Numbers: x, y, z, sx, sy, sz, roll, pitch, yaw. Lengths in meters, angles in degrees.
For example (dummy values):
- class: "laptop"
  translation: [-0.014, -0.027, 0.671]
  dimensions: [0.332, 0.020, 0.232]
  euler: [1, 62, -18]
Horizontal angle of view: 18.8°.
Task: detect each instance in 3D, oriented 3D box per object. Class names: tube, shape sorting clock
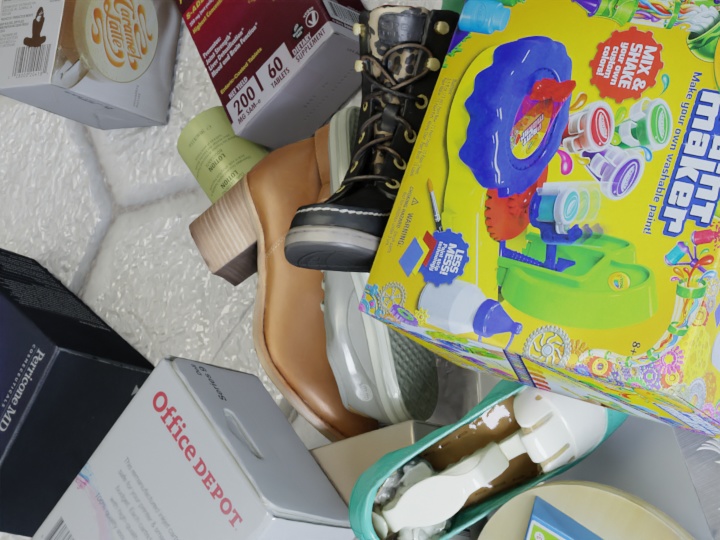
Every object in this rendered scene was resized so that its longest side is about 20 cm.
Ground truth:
- class: "tube"
  translation: [-0.056, -0.030, 1.477]
  dimensions: [0.200, 0.052, 0.058]
  euler: [54, 148, 30]
- class: "shape sorting clock"
  translation: [0.138, 0.209, 1.189]
  dimensions: [0.199, 0.039, 0.201]
  euler: [18, 119, 34]

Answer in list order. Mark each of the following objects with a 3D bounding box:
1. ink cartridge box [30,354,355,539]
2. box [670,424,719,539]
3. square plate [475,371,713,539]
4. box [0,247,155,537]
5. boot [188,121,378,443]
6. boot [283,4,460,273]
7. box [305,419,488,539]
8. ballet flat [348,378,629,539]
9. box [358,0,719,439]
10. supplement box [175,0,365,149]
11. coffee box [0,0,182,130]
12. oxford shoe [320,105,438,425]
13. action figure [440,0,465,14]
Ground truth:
- class: "ink cartridge box"
  translation: [-0.113, 0.175, 1.332]
  dimensions: [0.200, 0.087, 0.145]
  euler: [-55, 50, 20]
- class: "box"
  translation: [0.233, 0.031, 1.161]
  dimensions: [0.158, 0.048, 0.201]
  euler: [-27, 61, 19]
- class: "square plate"
  translation: [0.156, 0.123, 1.246]
  dimensions: [0.200, 0.028, 0.199]
  euler: [-20, 64, 38]
- class: "box"
  translation: [-0.261, 0.084, 1.594]
  dimensions: [0.200, 0.104, 0.148]
  euler: [35, 102, 43]
- class: "boot"
  translation: [-0.002, 0.003, 1.395]
  dimensions: [0.155, 0.077, 0.200]
  euler: [-34, 71, 10]
- class: "boot"
  translation: [0.016, -0.074, 1.227]
  dimensions: [0.073, 0.200, 0.151]
  euler: [3, 91, 25]
- class: "box"
  translation: [-0.015, 0.163, 1.359]
  dimensions: [0.200, 0.078, 0.095]
  euler: [-21, 65, 37]
- class: "ballet flat"
  translation: [0.081, 0.103, 1.220]
  dimensions: [0.200, 0.067, 0.070]
  euler: [-33, 12, 8]
- class: "box"
  translation: [0.135, -0.036, 1.142]
  dimensions: [0.192, 0.122, 0.201]
  euler: [14, 81, 33]
- class: "supplement box"
  translation: [-0.067, -0.192, 1.525]
  dimensions: [0.109, 0.061, 0.200]
  euler: [-45, 51, 25]
- class: "coffee box"
  translation: [-0.195, -0.217, 1.614]
  dimensions: [0.080, 0.114, 0.201]
  euler: [-1, 76, 43]
- class: "oxford shoe"
  translation: [0.000, 0.000, 1.331]
  dimensions: [0.058, 0.075, 0.201]
  euler: [-11, 87, 35]
- class: "action figure"
  translation: [0.079, -0.078, 1.331]
  dimensions: [0.118, 0.055, 0.201]
  euler: [17, 94, 20]
